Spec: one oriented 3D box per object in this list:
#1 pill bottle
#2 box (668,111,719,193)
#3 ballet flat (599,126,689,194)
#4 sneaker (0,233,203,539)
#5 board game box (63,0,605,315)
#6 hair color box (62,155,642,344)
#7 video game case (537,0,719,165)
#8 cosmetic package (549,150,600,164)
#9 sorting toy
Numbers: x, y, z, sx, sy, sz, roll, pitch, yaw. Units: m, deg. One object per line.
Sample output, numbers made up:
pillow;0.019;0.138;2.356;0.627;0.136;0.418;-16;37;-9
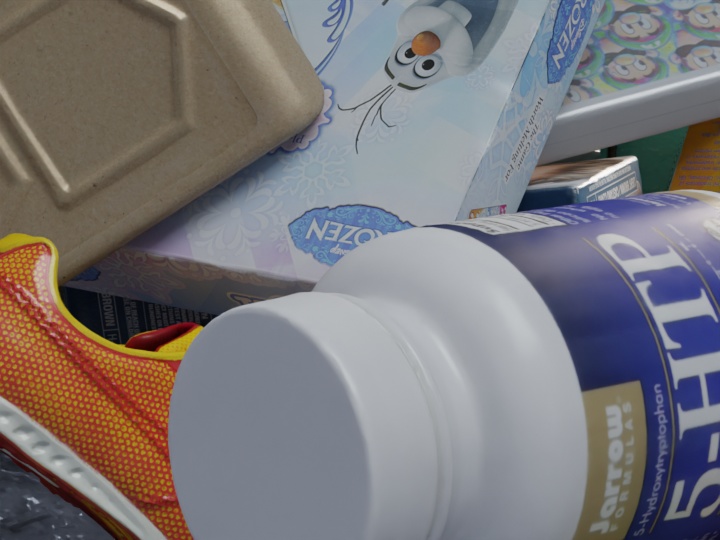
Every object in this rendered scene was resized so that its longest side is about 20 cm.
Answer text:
pill bottle;0.045;0.043;0.878;0.200;0.120;0.120;-10;41;-43
box;0.134;0.056;1.049;0.041;0.200;0.119;1;-28;36
ballet flat;0.128;0.004;1.126;0.070;0.201;0.067;7;2;26
sneaker;-0.056;0.065;0.950;0.200;0.077;0.073;44;-15;-23
board game box;-0.024;-0.076;1.026;0.200;0.043;0.199;10;62;28
hair color box;0.000;0.000;1.062;0.200;0.061;0.100;-5;7;18
video game case;0.107;-0.116;1.099;0.200;0.024;0.182;-15;40;-13
cosmetic package;0.023;-0.034;1.202;0.200;0.081;0.113;15;3;-8
sorting toy;-0.140;-0.079;0.977;0.185;0.200;0.036;57;-6;3
